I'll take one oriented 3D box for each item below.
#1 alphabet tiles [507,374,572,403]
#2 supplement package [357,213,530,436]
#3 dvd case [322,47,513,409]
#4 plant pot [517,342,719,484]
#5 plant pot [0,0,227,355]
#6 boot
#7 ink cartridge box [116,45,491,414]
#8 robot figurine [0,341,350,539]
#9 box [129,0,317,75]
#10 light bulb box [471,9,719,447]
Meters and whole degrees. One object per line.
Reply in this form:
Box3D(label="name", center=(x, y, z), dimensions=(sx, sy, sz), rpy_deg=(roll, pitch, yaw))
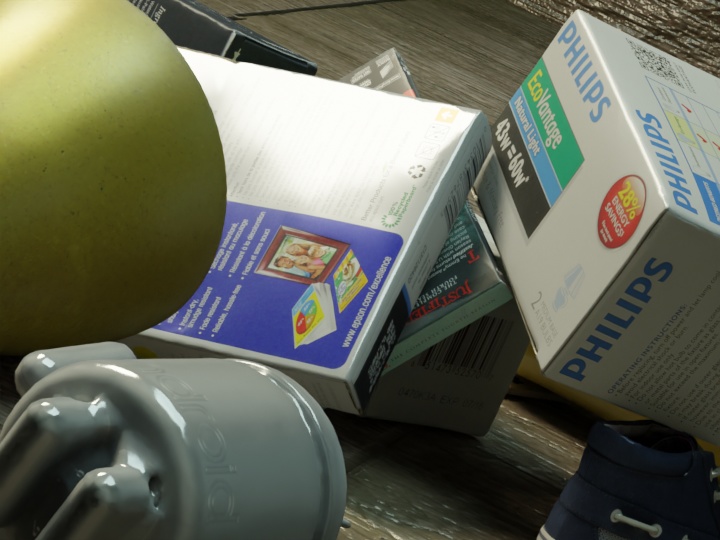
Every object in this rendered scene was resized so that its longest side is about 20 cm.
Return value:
Box3D(label="alphabet tiles", center=(0.025, 0.033, 1.952), dimensions=(0.167, 0.008, 0.200), rpy_deg=(10, 18, -45))
Box3D(label="supplement package", center=(0.000, 0.000, 1.787), dimensions=(0.117, 0.118, 0.200), rpy_deg=(11, 18, -45))
Box3D(label="dvd case", center=(-0.008, -0.023, 1.692), dimensions=(0.022, 0.145, 0.201), rpy_deg=(51, 12, -47))
Box3D(label="plant pot", center=(0.195, 0.024, 1.895), dimensions=(0.188, 0.202, 0.201), rpy_deg=(16, 10, 19))
Box3D(label="plant pot", center=(-0.189, -0.038, 1.497), dimensions=(0.199, 0.201, 0.142), rpy_deg=(28, 30, 19))
Box3D(label="boot", center=(0.184, 0.136, 1.627), dimensions=(0.199, 0.091, 0.073), rpy_deg=(10, 19, -47))
Box3D(label="ink cartridge box", center=(-0.054, -0.025, 1.642), dimensions=(0.199, 0.198, 0.047), rpy_deg=(12, -33, 24))
Box3D(label="robot figurine", center=(-0.081, 0.095, 1.270), dimensions=(0.170, 0.113, 0.200), rpy_deg=(52, 23, 21))
Box3D(label="box", center=(-0.158, -0.153, 2.104), dimensions=(0.199, 0.108, 0.148), rpy_deg=(29, 5, 23))
Box3D(label="light bulb box", center=(0.186, -0.013, 1.643), dimensions=(0.199, 0.125, 0.199), rpy_deg=(22, 29, -28))
